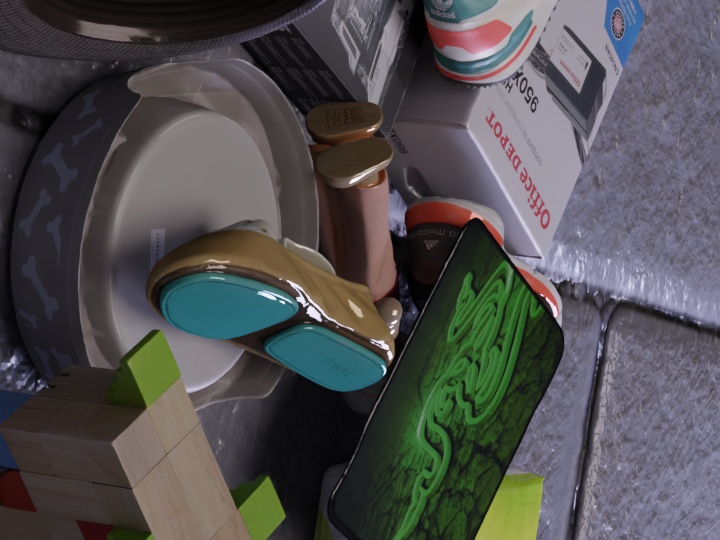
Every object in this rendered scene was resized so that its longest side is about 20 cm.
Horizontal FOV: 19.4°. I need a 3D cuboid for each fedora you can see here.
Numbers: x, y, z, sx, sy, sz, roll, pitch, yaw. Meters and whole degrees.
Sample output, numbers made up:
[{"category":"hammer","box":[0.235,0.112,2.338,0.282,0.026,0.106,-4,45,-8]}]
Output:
[{"category":"fedora","box":[-0.093,-0.177,0.980,0.177,0.199,0.091,116,-38,-59]}]

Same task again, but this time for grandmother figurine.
[{"category":"grandmother figurine","box":[0.000,0.000,1.214,0.122,0.060,0.201,-90,175,-51]}]

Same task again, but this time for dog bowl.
[{"category":"dog bowl","box":[-0.099,-0.011,1.070,0.200,0.058,0.201,-17,110,-56]}]

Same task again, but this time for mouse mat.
[{"category":"mouse mat","box":[0.055,0.088,1.244,0.161,0.008,0.201,48,62,-50]}]

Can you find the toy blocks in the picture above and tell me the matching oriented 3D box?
[{"category":"toy blocks","box":[-0.122,0.120,1.000,0.100,0.136,0.201,-45,126,-39]}]

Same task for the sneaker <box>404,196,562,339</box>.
[{"category":"sneaker","box":[0.068,0.028,1.313,0.200,0.077,0.082,47,50,-56]}]

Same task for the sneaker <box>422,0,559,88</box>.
[{"category":"sneaker","box":[0.090,-0.208,1.223,0.200,0.070,0.094,-64,152,-23]}]

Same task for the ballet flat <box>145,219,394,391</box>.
[{"category":"ballet flat","box":[-0.049,0.009,1.059,0.200,0.068,0.063,34,40,-58]}]

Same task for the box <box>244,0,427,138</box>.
[{"category":"box","box":[-0.020,-0.191,1.164,0.200,0.050,0.158,48,56,-52]}]

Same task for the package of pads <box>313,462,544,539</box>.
[{"category":"package of pads","box":[0.042,0.195,1.330,0.200,0.068,0.155,5,93,-59]}]

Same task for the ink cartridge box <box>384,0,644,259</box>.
[{"category":"ink cartridge box","box":[0.092,-0.129,1.324,0.145,0.084,0.201,54,53,-47]}]
